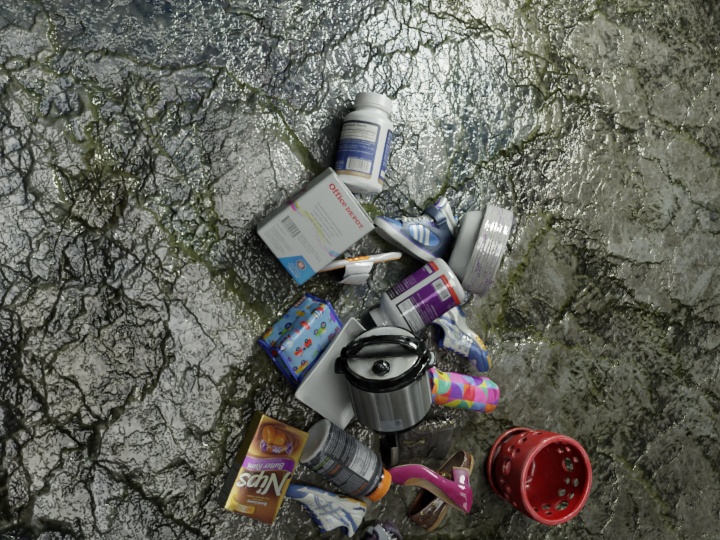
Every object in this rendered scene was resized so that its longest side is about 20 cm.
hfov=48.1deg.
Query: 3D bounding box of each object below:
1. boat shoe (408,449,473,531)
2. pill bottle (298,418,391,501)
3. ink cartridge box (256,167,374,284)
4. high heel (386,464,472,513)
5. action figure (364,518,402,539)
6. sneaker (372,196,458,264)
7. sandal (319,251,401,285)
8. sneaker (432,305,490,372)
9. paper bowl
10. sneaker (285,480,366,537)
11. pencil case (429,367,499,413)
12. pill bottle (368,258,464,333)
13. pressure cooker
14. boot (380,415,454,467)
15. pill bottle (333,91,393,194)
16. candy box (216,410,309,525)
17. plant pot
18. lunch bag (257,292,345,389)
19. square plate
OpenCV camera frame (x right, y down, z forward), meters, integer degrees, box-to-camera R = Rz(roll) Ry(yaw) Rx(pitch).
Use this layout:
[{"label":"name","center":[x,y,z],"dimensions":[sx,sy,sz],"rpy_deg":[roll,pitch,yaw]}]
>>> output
[{"label":"boat shoe","center":[0.182,0.490,1.830],"dimensions":[0.070,0.070,0.201],"rpy_deg":[40,74,-21]},{"label":"pill bottle","center":[-0.027,0.410,1.711],"dimensions":[0.200,0.106,0.107],"rpy_deg":[39,74,-20]},{"label":"ink cartridge box","center":[-0.092,-0.093,1.658],"dimensions":[0.199,0.085,0.145],"rpy_deg":[-37,106,4]},{"label":"high heel","center":[0.146,0.482,1.775],"dimensions":[0.198,0.068,0.097],"rpy_deg":[4,60,-2]},{"label":"action figure","center":[-0.011,0.605,1.716],"dimensions":[0.199,0.130,0.070],"rpy_deg":[-28,67,-26]},{"label":"sneaker","center":[0.130,-0.112,1.797],"dimensions":[0.199,0.080,0.147],"rpy_deg":[31,84,-26]},{"label":"sandal","center":[0.004,-0.001,1.743],"dimensions":[0.205,0.079,0.060],"rpy_deg":[-9,91,-27]},{"label":"sneaker","center":[0.218,0.160,1.849],"dimensions":[0.088,0.075,0.201],"rpy_deg":[-36,96,-12]},{"label":"paper bowl","center":[0.261,-0.051,1.807],"dimensions":[0.104,0.201,0.202],"rpy_deg":[18,81,2]},{"label":"sneaker","center":[-0.079,0.506,1.703],"dimensions":[0.199,0.075,0.089],"rpy_deg":[25,79,-23]},{"label":"pencil case","center":[0.220,0.272,1.845],"dimensions":[0.199,0.088,0.089],"rpy_deg":[15,83,-26]},{"label":"pill bottle","center":[0.121,0.068,1.765],"dimensions":[0.199,0.112,0.113],"rpy_deg":[-33,104,0]},{"label":"pressure cooker","center":[0.056,0.210,1.640],"dimensions":[0.175,0.178,0.201],"rpy_deg":[-33,132,-24]},{"label":"boot","center":[0.134,0.346,1.804],"dimensions":[0.173,0.069,0.202],"rpy_deg":[-6,114,-26]},{"label":"pill bottle","center":[0.009,-0.272,1.730],"dimensions":[0.110,0.111,0.202],"rpy_deg":[14,84,-25]},{"label":"candy box","center":[-0.198,0.405,1.657],"dimensions":[0.116,0.056,0.201],"rpy_deg":[27,80,-24]},{"label":"plant pot","center":[0.402,0.468,1.874],"dimensions":[0.199,0.182,0.202],"rpy_deg":[0,89,-26]},{"label":"lunch bag","center":[-0.095,0.176,1.702],"dimensions":[0.151,0.094,0.201],"rpy_deg":[-44,123,-20]},{"label":"square plate","center":[-0.035,0.218,1.707],"dimensions":[0.199,0.028,0.200],"rpy_deg":[-54,138,-9]}]
